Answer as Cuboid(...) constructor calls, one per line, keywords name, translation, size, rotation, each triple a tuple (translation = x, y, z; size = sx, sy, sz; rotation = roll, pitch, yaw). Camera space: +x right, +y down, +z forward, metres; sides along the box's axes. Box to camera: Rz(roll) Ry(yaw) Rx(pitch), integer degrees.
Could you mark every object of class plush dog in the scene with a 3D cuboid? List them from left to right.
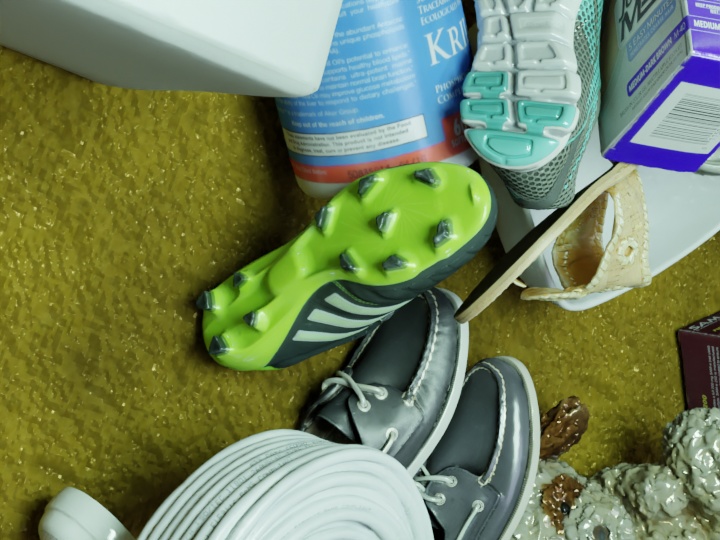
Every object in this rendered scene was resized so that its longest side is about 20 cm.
Cuboid(name="plush dog", translation=(0.148, 0.178, 1.061), size=(0.172, 0.160, 0.200), rotation=(19, 68, -20))

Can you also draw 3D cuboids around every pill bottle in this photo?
Cuboid(name="pill bottle", translation=(-0.004, -0.147, 0.887), size=(0.112, 0.112, 0.200), rotation=(-27, 113, -30))

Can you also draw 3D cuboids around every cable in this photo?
Cuboid(name="cable", translation=(-0.042, 0.181, 0.860), size=(0.200, 0.069, 0.200), rotation=(-54, 136, -19))

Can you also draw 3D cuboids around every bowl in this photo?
Cuboid(name="bowl", translation=(0.146, -0.095, 1.032), size=(0.200, 0.075, 0.200), rotation=(-29, 113, -30))

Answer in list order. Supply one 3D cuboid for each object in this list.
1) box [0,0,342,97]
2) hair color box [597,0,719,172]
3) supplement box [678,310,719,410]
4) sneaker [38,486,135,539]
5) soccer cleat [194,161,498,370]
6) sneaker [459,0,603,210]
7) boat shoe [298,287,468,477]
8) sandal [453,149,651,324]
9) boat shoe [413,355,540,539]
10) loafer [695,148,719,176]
Cuboid(name="box", translation=(-0.126, -0.187, 0.737), size=(0.199, 0.200, 0.172), rotation=(18, 84, -38))
Cuboid(name="hair color box", translation=(0.172, -0.169, 0.912), size=(0.065, 0.109, 0.200), rotation=(8, 62, -15))
Cuboid(name="supplement box", translation=(0.310, 0.094, 1.106), size=(0.061, 0.200, 0.109), rotation=(-20, 109, -37))
Cuboid(name="sneaker", translation=(-0.145, 0.221, 0.868), size=(0.116, 0.074, 0.200), rotation=(-36, 118, -30))
Cuboid(name="soccer cleat", translation=(0.000, 0.000, 0.882), size=(0.081, 0.200, 0.068), rotation=(12, 58, -49))
Cuboid(name="sneaker", translation=(0.099, -0.119, 0.906), size=(0.091, 0.077, 0.200), rotation=(64, 35, -53))
Cuboid(name="boat shoe", translation=(-0.005, 0.095, 0.956), size=(0.060, 0.074, 0.200), rotation=(29, 88, -41))
Cuboid(name="sandal", translation=(0.145, -0.024, 0.939), size=(0.070, 0.078, 0.212), rotation=(45, 64, -3))
Cuboid(name="boat shoe", translation=(0.050, 0.144, 1.002), size=(0.063, 0.073, 0.200), rotation=(17, 92, -40))
Cuboid(name="loafer", translation=(0.284, -0.100, 0.982), size=(0.200, 0.070, 0.070), rotation=(-22, 105, 13))
